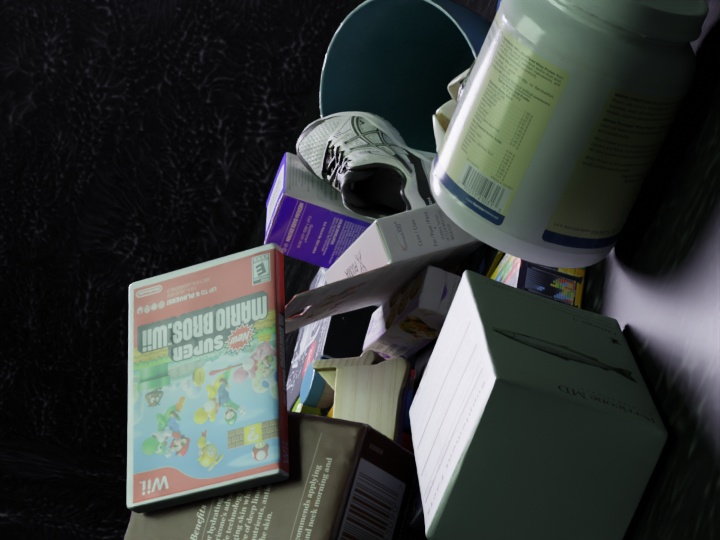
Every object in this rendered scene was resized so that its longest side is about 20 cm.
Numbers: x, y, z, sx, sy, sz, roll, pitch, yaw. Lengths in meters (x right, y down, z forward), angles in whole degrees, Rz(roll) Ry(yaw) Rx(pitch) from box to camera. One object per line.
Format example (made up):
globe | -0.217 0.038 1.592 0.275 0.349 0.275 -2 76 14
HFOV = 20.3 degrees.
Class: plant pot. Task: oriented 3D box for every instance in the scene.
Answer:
plant pot | 0.080 -0.159 1.860 0.135 0.200 0.200 -12 -46 -47

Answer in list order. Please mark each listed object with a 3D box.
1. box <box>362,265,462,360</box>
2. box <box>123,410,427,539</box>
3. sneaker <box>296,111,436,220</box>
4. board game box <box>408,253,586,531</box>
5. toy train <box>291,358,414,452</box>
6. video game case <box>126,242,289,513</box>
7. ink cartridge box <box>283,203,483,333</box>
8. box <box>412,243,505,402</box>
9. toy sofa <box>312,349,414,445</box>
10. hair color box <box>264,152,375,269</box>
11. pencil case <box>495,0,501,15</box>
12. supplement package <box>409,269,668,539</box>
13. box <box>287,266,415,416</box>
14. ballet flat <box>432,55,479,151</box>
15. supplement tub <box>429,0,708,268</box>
box | 0.046 0.040 1.734 0.200 0.039 0.041 137 152 -72
box | -0.059 0.210 1.631 0.164 0.200 0.166 36 -114 -53
sneaker | 0.003 -0.091 1.791 0.200 0.088 0.076 23 114 40
board game box | 0.103 0.089 1.537 0.200 0.057 0.165 119 168 -50
toy train | -0.020 0.157 1.953 0.200 0.116 0.085 122 165 -55
video game case | -0.124 0.085 1.613 0.017 0.143 0.200 38 -138 -53
ink cartridge box | 0.000 0.000 1.699 0.200 0.176 0.045 136 117 -71
box | 0.102 0.018 1.725 0.160 0.049 0.200 -86 17 -53
toy sofa | 0.010 0.176 1.758 0.083 0.098 0.200 37 -128 -55
hair color box | 0.013 -0.035 1.878 0.109 0.200 0.065 -92 20 -66
pencil case | 0.164 -0.207 1.708 0.087 0.078 0.200 -47 11 7
supplement package | 0.108 0.098 1.288 0.200 0.117 0.117 -98 28 -70
box | 0.001 0.064 2.067 0.182 0.104 0.200 119 167 -54
ballet flat | 0.094 -0.120 1.625 0.200 0.072 0.072 112 174 -66
supplement tub | 0.147 -0.118 1.410 0.145 0.145 0.200 -89 20 -64
